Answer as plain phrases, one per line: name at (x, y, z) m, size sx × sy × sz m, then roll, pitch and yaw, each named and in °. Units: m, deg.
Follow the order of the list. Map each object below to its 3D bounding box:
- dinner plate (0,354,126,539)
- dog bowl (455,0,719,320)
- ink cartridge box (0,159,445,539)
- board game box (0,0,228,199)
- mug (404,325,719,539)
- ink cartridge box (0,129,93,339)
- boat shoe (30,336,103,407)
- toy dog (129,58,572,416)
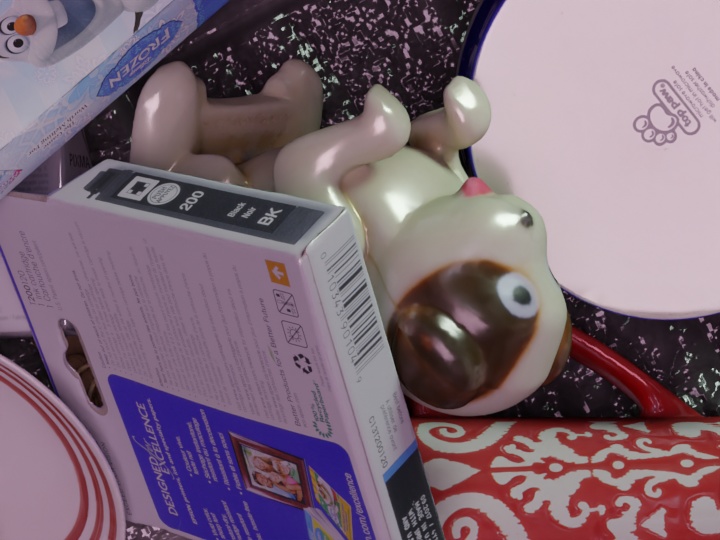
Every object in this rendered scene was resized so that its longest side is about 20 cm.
dinner plate at (-0.203, 0.092, 1.347) m, size 0.199 × 0.024 × 0.201 m, roll 11°, pitch 132°, yaw 13°
dog bowl at (0.146, -0.079, 1.334) m, size 0.199 × 0.079 × 0.201 m, roll 0°, pitch 100°, yaw -1°
ink cartridge box at (-0.065, 0.046, 1.247) m, size 0.199 × 0.043 × 0.199 m, roll 12°, pitch 132°, yaw 38°
board game box at (-0.189, -0.138, 1.261) m, size 0.199 × 0.043 × 0.200 m, roll -42°, pitch 70°, yaw -17°
mug at (0.098, 0.110, 1.345) m, size 0.199 × 0.133 × 0.178 m, roll -2°, pitch 103°, yaw -4°
ink cartridge box at (-0.208, -0.065, 1.337) m, size 0.159 × 0.047 × 0.201 m, roll -3°, pitch 86°, yaw 17°
boat shoe at (-0.105, 0.051, 1.360) m, size 0.200 × 0.066 × 0.074 m, roll 44°, pitch 98°, yaw -6°
toy dog at (0.000, 0.000, 1.266) m, size 0.199 × 0.139 × 0.195 m, roll 18°, pitch 95°, yaw 33°
